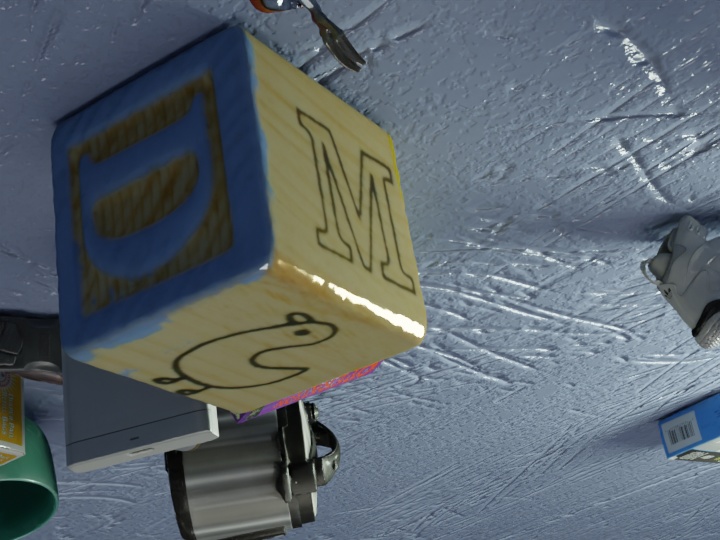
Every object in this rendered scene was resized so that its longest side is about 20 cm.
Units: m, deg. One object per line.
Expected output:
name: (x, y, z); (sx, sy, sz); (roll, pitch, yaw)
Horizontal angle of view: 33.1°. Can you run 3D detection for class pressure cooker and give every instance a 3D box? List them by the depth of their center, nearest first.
pressure cooker: (-0.123, 0.224, 1.425); (0.200, 0.176, 0.179); (-8, 144, -4)

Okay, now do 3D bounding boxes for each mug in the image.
mug: (-0.440, 0.239, 1.389); (0.185, 0.115, 0.152); (-39, 141, 25)

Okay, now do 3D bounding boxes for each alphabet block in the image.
alphabet block: (-0.091, -0.027, 0.903); (0.195, 0.197, 0.200); (-22, 151, 28)

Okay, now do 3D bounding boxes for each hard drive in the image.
hard drive: (-0.194, 0.061, 1.038); (0.132, 0.200, 0.027); (-16, 153, 12)

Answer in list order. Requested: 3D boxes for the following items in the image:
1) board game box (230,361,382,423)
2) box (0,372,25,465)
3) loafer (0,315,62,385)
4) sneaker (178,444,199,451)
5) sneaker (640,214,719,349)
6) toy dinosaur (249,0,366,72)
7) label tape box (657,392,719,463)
board game box: (-0.033, 0.091, 1.251); (0.200, 0.032, 0.120); (-17, 159, -43)
box: (-0.452, 0.161, 1.255); (0.200, 0.113, 0.101); (-25, 149, 27)
loafer: (-0.305, 0.082, 1.214); (0.200, 0.072, 0.063); (11, 167, -25)
sneaker: (-0.242, 0.143, 1.275); (0.108, 0.070, 0.200); (13, 176, -31)
sneaker: (0.376, -0.018, 1.222); (0.200, 0.115, 0.075); (-38, 164, -23)
toy dinosaur: (-0.044, -0.220, 0.708); (0.200, 0.105, 0.181); (42, 150, -12)
label tape box: (0.568, 0.237, 1.809); (0.200, 0.066, 0.143); (12, 147, -34)
